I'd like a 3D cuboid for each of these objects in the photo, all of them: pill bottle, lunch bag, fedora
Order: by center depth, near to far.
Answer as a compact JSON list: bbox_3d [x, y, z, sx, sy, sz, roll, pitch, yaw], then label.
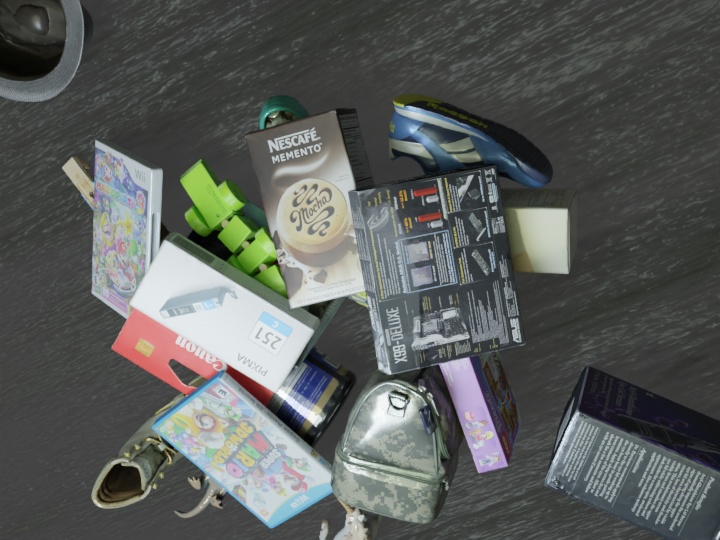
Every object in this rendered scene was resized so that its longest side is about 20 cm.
[{"bbox_3d":[0.055,0.174,1.511,0.139,0.200,0.168,12,111,11],"label":"lunch bag"},{"bbox_3d":[-0.391,-0.295,1.544,0.200,0.090,0.177,9,107,19],"label":"fedora"},{"bbox_3d":[-0.113,0.122,1.587,0.200,0.112,0.112,33,112,4],"label":"pill bottle"}]

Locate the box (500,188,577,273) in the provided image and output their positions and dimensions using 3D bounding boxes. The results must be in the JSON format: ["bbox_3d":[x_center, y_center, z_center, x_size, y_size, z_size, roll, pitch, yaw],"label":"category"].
[{"bbox_3d":[0.143,-0.048,1.476,0.200,0.095,0.078,2,108,16],"label":"box"}]

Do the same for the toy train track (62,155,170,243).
[{"bbox_3d":[-0.299,-0.060,1.627,0.115,0.033,0.200,-39,88,29],"label":"toy train track"}]

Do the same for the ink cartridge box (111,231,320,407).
[{"bbox_3d":[-0.175,0.080,1.500,0.200,0.045,0.176,31,110,-1],"label":"ink cartridge box"}]

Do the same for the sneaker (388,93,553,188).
[{"bbox_3d":[0.121,-0.131,1.470,0.200,0.074,0.082,25,113,14],"label":"sneaker"}]

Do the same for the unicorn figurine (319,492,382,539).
[{"bbox_3d":[-0.015,0.328,1.606,0.074,0.137,0.200,16,113,-1],"label":"unicorn figurine"}]

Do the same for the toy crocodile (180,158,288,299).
[{"bbox_3d":[-0.144,-0.046,1.527,0.068,0.062,0.200,-42,75,13],"label":"toy crocodile"}]

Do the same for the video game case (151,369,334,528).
[{"bbox_3d":[-0.134,0.217,1.548,0.200,0.018,0.143,43,128,-14],"label":"video game case"}]

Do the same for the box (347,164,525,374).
[{"bbox_3d":[0.082,-0.002,1.385,0.157,0.050,0.200,-12,97,-13],"label":"box"}]

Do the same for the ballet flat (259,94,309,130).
[{"bbox_3d":[-0.055,-0.115,1.520,0.067,0.070,0.200,-34,96,21],"label":"ballet flat"}]

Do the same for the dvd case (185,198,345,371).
[{"bbox_3d":[-0.120,0.007,1.555,0.200,0.022,0.146,34,70,2],"label":"dvd case"}]

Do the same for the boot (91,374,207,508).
[{"bbox_3d":[-0.240,0.213,1.625,0.200,0.155,0.072,-38,95,23],"label":"boot"}]

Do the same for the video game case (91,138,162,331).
[{"bbox_3d":[-0.283,-0.044,1.559,0.143,0.018,0.200,28,119,47],"label":"video game case"}]

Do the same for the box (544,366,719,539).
[{"bbox_3d":[0.325,0.213,1.479,0.200,0.148,0.104,22,110,6],"label":"box"}]

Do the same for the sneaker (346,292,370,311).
[{"bbox_3d":[0.000,0.000,1.525,0.200,0.076,0.075,27,72,1],"label":"sneaker"}]

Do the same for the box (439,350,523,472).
[{"bbox_3d":[0.132,0.115,1.505,0.039,0.137,0.200,-17,101,18],"label":"box"}]

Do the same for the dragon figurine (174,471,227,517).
[{"bbox_3d":[-0.167,0.248,1.665,0.059,0.099,0.200,36,127,9],"label":"dragon figurine"}]

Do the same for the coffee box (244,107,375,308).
[{"bbox_3d":[-0.042,-0.071,1.441,0.113,0.080,0.200,-14,95,18],"label":"coffee box"}]
